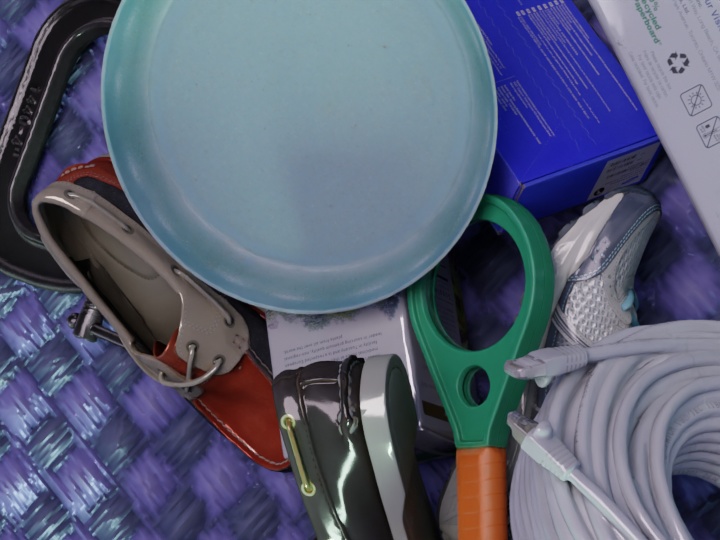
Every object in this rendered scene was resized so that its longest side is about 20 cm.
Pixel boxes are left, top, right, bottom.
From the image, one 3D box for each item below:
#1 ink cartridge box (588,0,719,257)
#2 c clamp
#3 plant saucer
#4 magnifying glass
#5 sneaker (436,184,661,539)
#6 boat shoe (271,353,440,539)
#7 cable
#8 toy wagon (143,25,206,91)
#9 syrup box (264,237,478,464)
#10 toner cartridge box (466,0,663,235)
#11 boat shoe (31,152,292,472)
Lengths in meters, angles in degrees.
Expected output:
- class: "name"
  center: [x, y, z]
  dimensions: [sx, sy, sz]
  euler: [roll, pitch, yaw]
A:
- class: "ink cartridge box"
  center: [0.236, -0.091, 1.042]
  dimensions: [0.199, 0.043, 0.197]
  euler: [-27, 91, 16]
- class: "c clamp"
  center: [-0.141, -0.057, 1.265]
  dimensions: [0.170, 0.027, 0.202]
  euler: [12, 86, 32]
- class: "plant saucer"
  center: [-0.028, -0.080, 1.075]
  dimensions: [0.198, 0.027, 0.202]
  euler: [4, 105, 15]
- class: "magnifying glass"
  center: [0.058, 0.063, 1.064]
  dimensions: [0.079, 0.022, 0.202]
  euler: [-7, 79, 41]
- class: "sneaker"
  center: [0.115, 0.058, 1.094]
  dimensions: [0.086, 0.078, 0.201]
  euler: [24, 99, 22]
- class: "boat shoe"
  center: [0.003, 0.129, 1.078]
  dimensions: [0.060, 0.072, 0.203]
  euler: [-3, 119, 13]
- class: "cable"
  center: [0.163, 0.113, 0.987]
  dimensions: [0.201, 0.199, 0.069]
  euler: [58, 140, 23]
- class: "toy wagon"
  center: [-0.069, -0.134, 1.172]
  dimensions: [0.039, 0.155, 0.202]
  euler: [14, 109, 10]
- class: "syrup box"
  center: [0.000, 0.000, 1.150]
  dimensions: [0.078, 0.081, 0.202]
  euler: [-16, 73, 24]
- class: "toner cartridge box"
  center: [0.062, -0.119, 1.139]
  dimensions: [0.201, 0.094, 0.043]
  euler: [58, 149, 24]
- class: "boat shoe"
  center: [-0.094, 0.028, 1.164]
  dimensions: [0.071, 0.063, 0.200]
  euler: [-37, 91, 30]
